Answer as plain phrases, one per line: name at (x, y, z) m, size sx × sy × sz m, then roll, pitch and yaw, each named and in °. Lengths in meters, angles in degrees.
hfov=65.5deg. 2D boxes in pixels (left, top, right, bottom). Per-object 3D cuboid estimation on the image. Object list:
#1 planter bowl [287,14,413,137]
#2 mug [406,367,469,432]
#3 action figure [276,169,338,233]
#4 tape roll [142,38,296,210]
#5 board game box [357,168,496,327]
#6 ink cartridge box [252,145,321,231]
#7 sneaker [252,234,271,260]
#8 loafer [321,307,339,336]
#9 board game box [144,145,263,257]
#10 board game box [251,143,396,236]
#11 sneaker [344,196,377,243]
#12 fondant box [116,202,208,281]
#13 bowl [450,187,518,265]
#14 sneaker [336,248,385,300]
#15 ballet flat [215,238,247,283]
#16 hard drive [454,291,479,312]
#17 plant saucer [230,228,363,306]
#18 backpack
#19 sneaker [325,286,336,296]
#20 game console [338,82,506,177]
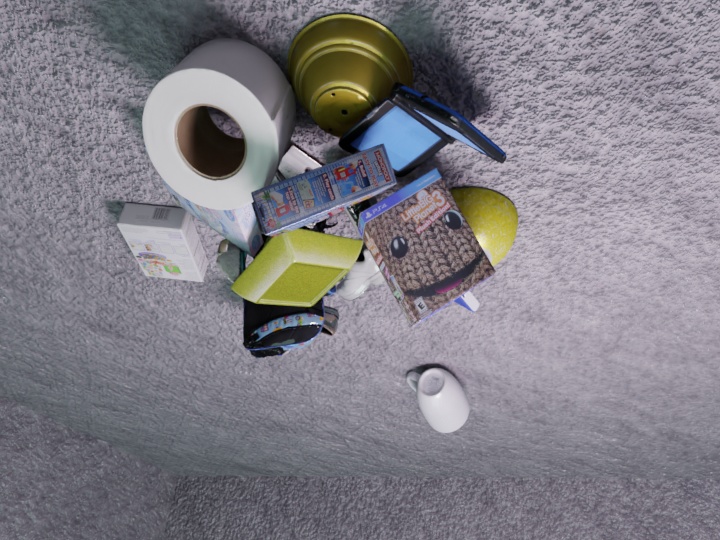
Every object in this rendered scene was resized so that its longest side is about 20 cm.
planter bowl at (-0.020, -0.260, 0.827) m, size 0.192 × 0.086 × 0.203 m, roll 5°, pitch 146°, yaw 3°
mug at (0.221, 0.372, 1.699) m, size 0.196 × 0.149 × 0.177 m, roll 22°, pitch 155°, yaw 40°
action figure at (-0.118, -0.109, 1.004) m, size 0.116 × 0.105 × 0.199 m, roll -22°, pitch 133°, yaw 33°
tape roll at (-0.200, -0.215, 0.823) m, size 0.194 × 0.141 × 0.209 m, roll 3°, pitch 125°, yaw 4°
board game box at (0.109, -0.036, 0.958) m, size 0.156 × 0.204 × 0.097 m, roll -29°, pitch 172°, yaw -8°
ink cartridge box at (-0.127, -0.143, 1.077) m, size 0.158 × 0.051 × 0.199 m, roll 29°, pitch 125°, yaw -31°
sneaker at (-0.174, -0.015, 1.187) m, size 0.080 × 0.074 × 0.200 m, roll 18°, pitch 171°, yaw 4°
loafer at (-0.152, 0.123, 1.449) m, size 0.192 × 0.065 × 0.073 m, roll 8°, pitch 148°, yaw -2°
board game box at (-0.271, -0.129, 1.002) m, size 0.196 × 0.044 × 0.201 m, roll 35°, pitch 162°, yaw 10°
board game box at (-0.047, -0.115, 0.832) m, size 0.193 × 0.064 × 0.200 m, roll -21°, pitch -177°, yaw 1°
sneaker at (0.006, -0.114, 1.030) m, size 0.072 × 0.081 × 0.201 m, roll -26°, pitch 142°, yaw 7°
fondant box at (-0.431, -0.058, 1.238) m, size 0.138 × 0.060 × 0.203 m, roll 6°, pitch 146°, yaw 2°
bowl at (0.206, -0.051, 1.075) m, size 0.192 × 0.111 × 0.203 m, roll 5°, pitch 147°, yaw 3°
sneaker at (0.000, 0.000, 1.245) m, size 0.087 × 0.075 × 0.199 m, roll 43°, pitch 139°, yaw -11°
ballet flat at (-0.257, -0.026, 1.125) m, size 0.069 × 0.202 × 0.074 m, roll -4°, pitch 120°, yaw -7°
hard drive at (0.141, 0.008, 1.142) m, size 0.198 × 0.026 × 0.132 m, roll 32°, pitch 172°, yaw 48°
plant saucer at (-0.112, 0.009, 1.044) m, size 0.195 × 0.049 × 0.199 m, roll 7°, pitch 142°, yaw -43°
backpack at (-0.178, 0.110, 1.342) m, size 0.192 × 0.189 × 0.136 m, roll -7°, pitch 156°, yaw 0°
sneaker at (-0.120, 0.029, 1.238) m, size 0.076 × 0.073 × 0.199 m, roll -23°, pitch 166°, yaw 17°
game console at (0.096, -0.178, 0.829) m, size 0.197 × 0.169 × 0.121 m, roll 11°, pitch 112°, yaw -54°
